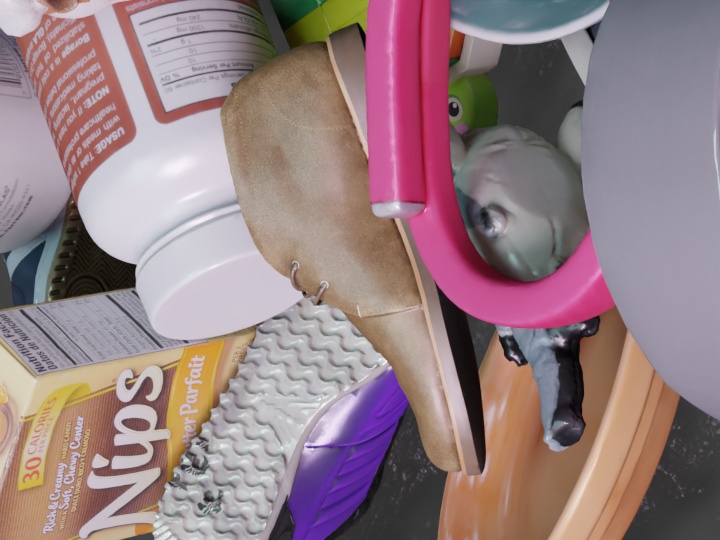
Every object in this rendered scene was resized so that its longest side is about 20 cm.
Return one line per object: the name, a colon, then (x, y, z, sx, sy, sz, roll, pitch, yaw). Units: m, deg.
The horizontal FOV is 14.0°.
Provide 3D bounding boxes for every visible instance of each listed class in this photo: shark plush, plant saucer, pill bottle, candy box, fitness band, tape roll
shark plush: (0.077, 0.002, 1.231, 0.200, 0.091, 0.083, -120, 32, -46)
plant saucer: (0.089, 0.061, 1.239, 0.200, 0.037, 0.200, -159, 90, -77)
pill bottle: (-0.088, -0.075, 1.345, 0.112, 0.112, 0.200, -40, 62, 40)
candy box: (-0.106, 0.067, 1.378, 0.055, 0.200, 0.115, 40, 123, 32)
fitness band: (0.063, -0.077, 1.146, 0.144, 0.037, 0.200, -3, 88, 45)
pill bottle: (-0.238, -0.069, 1.395, 0.114, 0.200, 0.114, -3, 85, 37)
tape roll: (0.171, -0.041, 1.095, 0.066, 0.200, 0.200, -4, 95, 45)

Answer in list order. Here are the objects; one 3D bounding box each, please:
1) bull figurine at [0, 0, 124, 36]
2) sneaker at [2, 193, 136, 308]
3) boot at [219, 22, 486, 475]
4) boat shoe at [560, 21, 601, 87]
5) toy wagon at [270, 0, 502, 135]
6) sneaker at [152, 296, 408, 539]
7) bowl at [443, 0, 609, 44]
bull figurine: (-0.085, -0.168, 1.280, 0.065, 0.200, 0.122, -154, 60, -71)
sneaker: (-0.172, -0.028, 1.513, 0.108, 0.070, 0.200, -2, 89, 39)
boot: (0.000, 0.000, 1.263, 0.075, 0.074, 0.200, -20, 87, 4)
boat shoe: (0.152, -0.040, 1.201, 0.062, 0.075, 0.200, -34, 57, 10)
toy wagon: (0.017, -0.129, 1.336, 0.155, 0.040, 0.200, -32, 75, 42)
sneaker: (-0.013, 0.069, 1.377, 0.070, 0.100, 0.200, 38, 91, 31)
bowl: (0.092, -0.197, 1.207, 0.201, 0.105, 0.201, 10, 105, 42)
